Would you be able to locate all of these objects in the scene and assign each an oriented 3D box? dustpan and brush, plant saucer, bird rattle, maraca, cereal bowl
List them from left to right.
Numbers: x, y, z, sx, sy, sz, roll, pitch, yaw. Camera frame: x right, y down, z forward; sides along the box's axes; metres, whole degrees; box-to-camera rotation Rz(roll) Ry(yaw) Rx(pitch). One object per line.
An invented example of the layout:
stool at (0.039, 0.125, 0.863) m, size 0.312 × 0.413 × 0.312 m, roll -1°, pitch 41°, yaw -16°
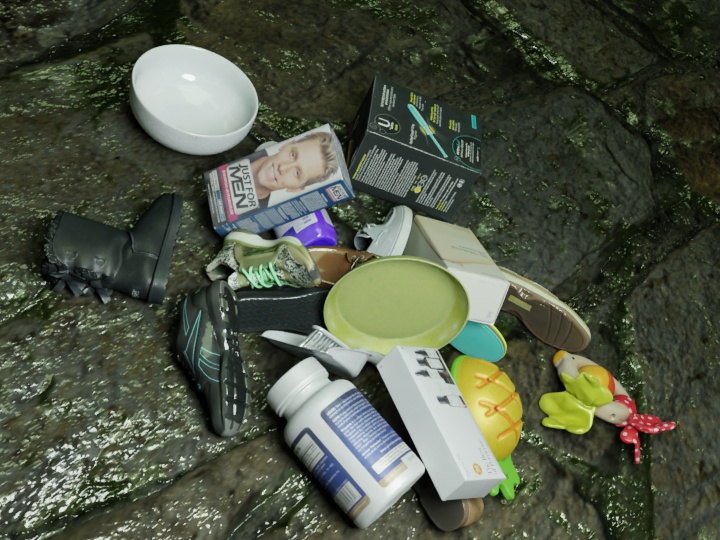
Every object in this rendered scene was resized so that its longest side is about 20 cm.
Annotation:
cereal bowl at (-0.262, -0.250, 1.439) m, size 0.199 × 0.083 × 0.201 m, roll 15°, pitch 47°, yaw -17°
dustpan and brush at (-0.021, 0.113, 1.262) m, size 0.200 × 0.139 × 0.058 m, roll 36°, pitch 72°, yaw -41°
plant saucer at (0.049, 0.046, 1.274) m, size 0.199 × 0.201 × 0.031 m, roll 14°, pitch 42°, yaw -17°
maraca at (0.168, 0.209, 1.264) m, size 0.137 × 0.107 × 0.201 m, roll 23°, pitch 47°, yaw -45°
bird rattle at (0.366, 0.186, 1.402) m, size 0.199 × 0.113 × 0.163 m, roll 15°, pitch 31°, yaw -20°

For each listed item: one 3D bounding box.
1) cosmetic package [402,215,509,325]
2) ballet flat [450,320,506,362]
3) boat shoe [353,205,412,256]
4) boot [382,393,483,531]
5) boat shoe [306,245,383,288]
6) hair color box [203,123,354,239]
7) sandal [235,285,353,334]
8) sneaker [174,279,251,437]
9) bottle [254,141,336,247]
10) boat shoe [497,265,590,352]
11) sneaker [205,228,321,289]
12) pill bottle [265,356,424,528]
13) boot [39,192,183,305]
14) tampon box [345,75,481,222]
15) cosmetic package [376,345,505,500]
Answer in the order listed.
cosmetic package at (0.137, -0.004, 1.398) m, size 0.103 × 0.074 × 0.200 m, roll 13°, pitch 21°, yaw -18°
ballet flat at (0.129, 0.068, 1.399) m, size 0.199 × 0.067 × 0.067 m, roll 26°, pitch 24°, yaw -4°
boat shoe at (0.025, -0.038, 1.422) m, size 0.071 × 0.070 × 0.202 m, roll 29°, pitch 47°, yaw -8°
boot at (0.094, 0.247, 1.235) m, size 0.075 × 0.074 × 0.201 m, roll 11°, pitch 44°, yaw -52°
boat shoe at (0.000, 0.000, 1.315) m, size 0.198 × 0.068 × 0.073 m, roll 10°, pitch 74°, yaw -11°
hair color box at (-0.117, -0.123, 1.338) m, size 0.199 × 0.061 × 0.101 m, roll -20°, pitch 63°, yaw 9°
sandal at (-0.093, 0.046, 1.290) m, size 0.199 × 0.076 × 0.048 m, roll 4°, pitch 33°, yaw -25°
sneaker at (-0.189, 0.115, 1.188) m, size 0.079 × 0.075 × 0.201 m, roll -14°, pitch 67°, yaw 14°
bottle at (-0.105, -0.104, 1.400) m, size 0.065 × 0.083 × 0.201 m, roll 28°, pitch 31°, yaw -57°
boat shoe at (0.283, 0.050, 1.492) m, size 0.199 × 0.072 × 0.076 m, roll 36°, pitch 33°, yaw 4°
sneaker at (-0.133, 0.004, 1.255) m, size 0.089 × 0.199 × 0.077 m, roll -45°, pitch 125°, yaw -31°
pill bottle at (-0.024, 0.208, 1.159) m, size 0.200 × 0.111 × 0.111 m, roll 47°, pitch 47°, yaw 14°
boot at (-0.327, -0.044, 1.242) m, size 0.161 × 0.074 × 0.199 m, roll 14°, pitch 48°, yaw -13°
tampon box at (0.085, -0.199, 1.552) m, size 0.199 × 0.127 × 0.151 m, roll 19°, pitch 46°, yaw -11°
cosmetic package at (0.100, 0.189, 1.183) m, size 0.082 × 0.051 × 0.201 m, roll 6°, pitch 45°, yaw -43°
